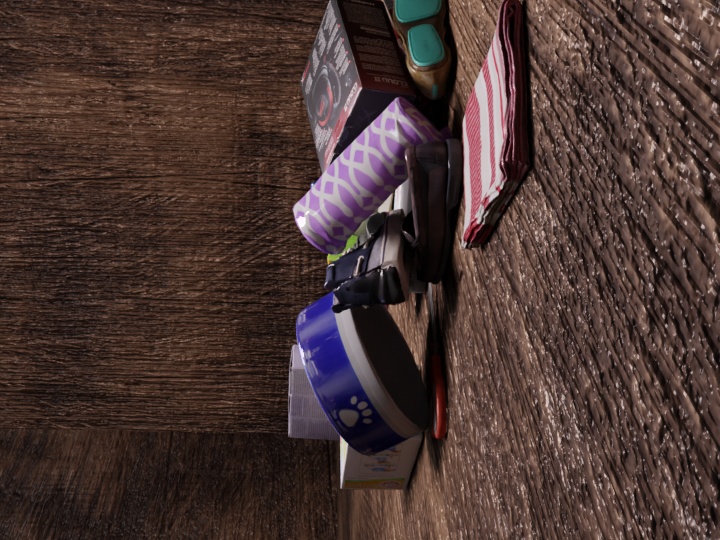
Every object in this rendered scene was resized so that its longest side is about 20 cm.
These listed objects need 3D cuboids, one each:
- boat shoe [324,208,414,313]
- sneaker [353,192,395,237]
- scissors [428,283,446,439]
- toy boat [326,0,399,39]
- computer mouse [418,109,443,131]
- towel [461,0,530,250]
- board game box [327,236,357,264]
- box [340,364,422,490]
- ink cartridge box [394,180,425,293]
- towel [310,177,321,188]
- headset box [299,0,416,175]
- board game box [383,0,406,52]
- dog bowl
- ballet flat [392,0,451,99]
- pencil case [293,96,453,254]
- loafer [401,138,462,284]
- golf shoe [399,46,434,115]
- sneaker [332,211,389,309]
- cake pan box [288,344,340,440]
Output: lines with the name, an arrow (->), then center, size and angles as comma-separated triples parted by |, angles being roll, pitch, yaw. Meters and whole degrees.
boat shoe -> 0.010, -0.014, 1.067 | 0.200, 0.091, 0.076 | -71, -32, -69
sneaker -> 0.013, -0.139, 1.299 | 0.067, 0.088, 0.203 | 70, -152, -65
scissors -> 0.090, 0.099, 1.071 | 0.073, 0.014, 0.203 | 95, 177, -71
toy boat -> 0.011, -0.405, 1.377 | 0.200, 0.129, 0.132 | -92, -19, -73
computer mouse -> 0.049, -0.192, 1.123 | 0.059, 0.034, 0.201 | -52, 44, 22
towel -> 0.109, -0.115, 0.784 | 0.200, 0.022, 0.146 | 103, 169, -72
board game box -> 0.013, -0.100, 1.341 | 0.030, 0.094, 0.203 | 91, -172, -73
box -> 0.025, 0.226, 1.298 | 0.201, 0.100, 0.114 | 97, 173, -56
ink cartridge box -> 0.061, -0.068, 1.290 | 0.200, 0.049, 0.165 | -121, 33, -77
towel -> -0.001, -0.065, 1.397 | 0.145, 0.024, 0.203 | -38, -68, -49
headset box -> -0.007, -0.218, 1.129 | 0.149, 0.074, 0.202 | 118, 147, -45
board game box -> 0.058, -0.378, 1.232 | 0.202, 0.019, 0.104 | -85, -26, -47
dog bowl -> 0.005, 0.119, 1.114 | 0.201, 0.078, 0.201 | 56, -164, -24
ballet flat -> 0.078, -0.280, 1.102 | 0.073, 0.067, 0.202 | 76, -175, -49
pencil case -> 0.010, -0.102, 1.037 | 0.200, 0.085, 0.085 | -44, 39, 23
loafer -> 0.071, -0.065, 1.019 | 0.202, 0.062, 0.073 | 95, 174, -47
golf shoe -> 0.069, -0.208, 1.206 | 0.091, 0.075, 0.202 | 32, -142, -52
sneaker -> 0.000, 0.000, 1.228 | 0.201, 0.085, 0.081 | 97, 172, -53
cake pan box -> -0.022, 0.195, 1.426 | 0.202, 0.181, 0.053 | 94, 175, -47
